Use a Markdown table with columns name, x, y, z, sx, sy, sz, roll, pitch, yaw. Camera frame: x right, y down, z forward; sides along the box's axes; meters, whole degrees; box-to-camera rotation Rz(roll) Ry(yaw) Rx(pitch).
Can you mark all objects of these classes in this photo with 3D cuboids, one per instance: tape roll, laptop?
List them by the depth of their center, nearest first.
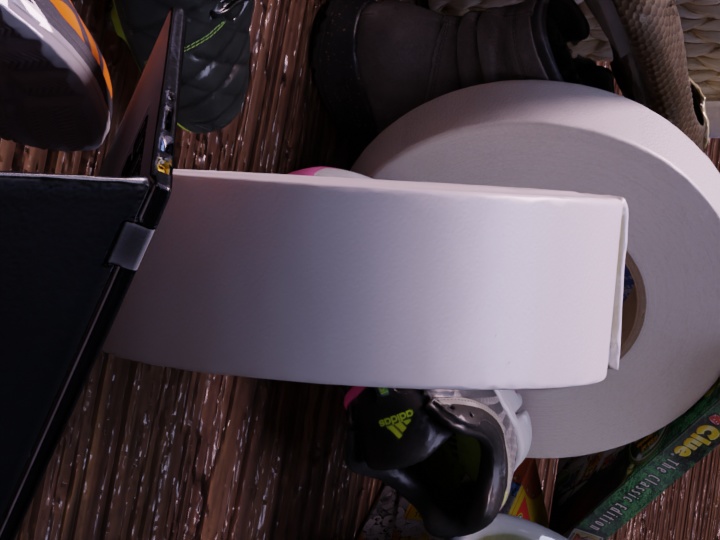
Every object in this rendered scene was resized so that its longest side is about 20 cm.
| name | x | y | z | sx | sy | sz | roll | pitch | yaw |
| --- | --- | --- | --- | --- | --- | --- | --- | --- | --- |
| laptop | -0.141 | 0.019 | 0.638 | 0.200 | 0.115 | 0.188 | -93 | -152 | -60 |
| tape roll | 0.000 | 0.000 | 0.826 | 0.202 | 0.201 | 0.071 | -2 | 95 | -66 |
| tape roll | 0.082 | 0.004 | 1.010 | 0.037 | 0.201 | 0.204 | -77 | 159 | -52 |

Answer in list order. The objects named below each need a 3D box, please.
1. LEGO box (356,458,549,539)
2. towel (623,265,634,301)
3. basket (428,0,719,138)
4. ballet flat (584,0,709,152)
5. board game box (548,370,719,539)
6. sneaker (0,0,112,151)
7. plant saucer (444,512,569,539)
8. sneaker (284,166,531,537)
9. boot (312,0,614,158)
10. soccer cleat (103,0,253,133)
| name | x | y | z | sx | sy | sz | roll | pitch | yaw |
| --- | --- | --- | --- | --- | --- | --- | --- | --- | --- |
| LEGO box | 0.050 | 0.215 | 1.134 | 0.149 | 0.077 | 0.201 | -59 | 146 | -44 |
| towel | 0.150 | 0.007 | 1.152 | 0.200 | 0.144 | 0.024 | 47 | 62 | -20 |
| basket | 0.147 | -0.184 | 1.139 | 0.200 | 0.197 | 0.162 | -58 | 140 | -45 |
| ballet flat | 0.139 | -0.101 | 0.992 | 0.068 | 0.046 | 0.200 | 62 | 5 | 30 |
| board game box | 0.158 | 0.061 | 1.085 | 0.200 | 0.023 | 0.105 | -49 | -163 | 46 |
| sneaker | -0.120 | -0.129 | 0.682 | 0.200 | 0.077 | 0.113 | 59 | 43 | -53 |
| plant saucer | 0.105 | 0.202 | 1.007 | 0.050 | 0.200 | 0.200 | -49 | 164 | 18 |
| sneaker | 0.017 | 0.044 | 0.971 | 0.201 | 0.073 | 0.088 | 58 | 25 | -29 |
| boot | 0.064 | -0.054 | 1.045 | 0.200 | 0.131 | 0.070 | 62 | 39 | -51 |
| soccer cleat | -0.058 | -0.144 | 0.813 | 0.068 | 0.080 | 0.201 | -48 | 137 | -54 |
